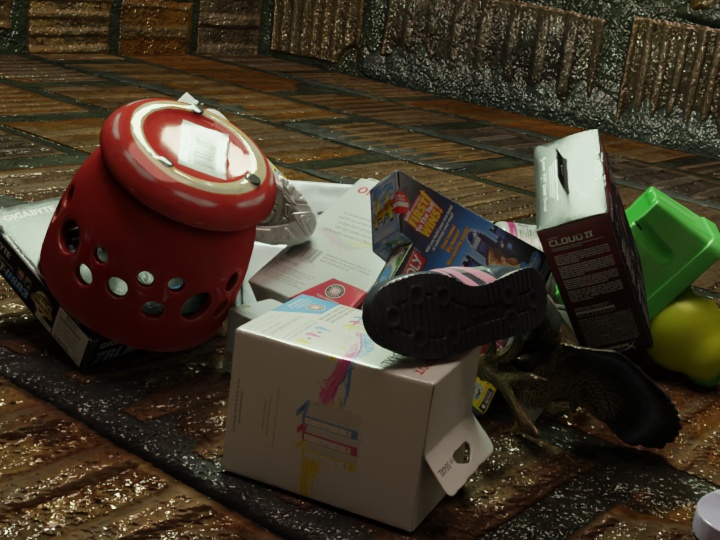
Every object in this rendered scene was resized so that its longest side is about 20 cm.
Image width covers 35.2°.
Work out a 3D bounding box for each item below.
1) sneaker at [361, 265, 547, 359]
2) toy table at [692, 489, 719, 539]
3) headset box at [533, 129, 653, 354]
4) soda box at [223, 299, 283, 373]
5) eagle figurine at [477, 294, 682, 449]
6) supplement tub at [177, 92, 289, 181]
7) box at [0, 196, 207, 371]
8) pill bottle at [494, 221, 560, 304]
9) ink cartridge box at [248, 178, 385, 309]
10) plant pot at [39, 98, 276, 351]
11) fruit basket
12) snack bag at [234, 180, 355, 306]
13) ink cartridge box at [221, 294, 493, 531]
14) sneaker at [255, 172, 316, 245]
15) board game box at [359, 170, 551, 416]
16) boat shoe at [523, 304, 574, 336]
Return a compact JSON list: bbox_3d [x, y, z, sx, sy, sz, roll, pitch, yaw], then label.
[{"bbox_3d":[0.063,0.032,0.924,0.198,0.071,0.082,-2,2,-43],"label":"sneaker"},{"bbox_3d":[0.378,0.171,0.933,0.198,0.119,0.184,0,18,-22],"label":"toy table"},{"bbox_3d":[0.234,-0.033,1.161,0.074,0.201,0.149,-14,36,18],"label":"headset box"},{"bbox_3d":[-0.043,0.091,1.091,0.199,0.069,0.063,21,21,38],"label":"soda box"},{"bbox_3d":[0.190,0.097,1.063,0.198,0.154,0.151,4,-24,-33],"label":"eagle figurine"},{"bbox_3d":[-0.187,-0.109,1.425,0.200,0.144,0.145,44,12,-11],"label":"supplement tub"},{"bbox_3d":[-0.264,-0.001,1.188,0.199,0.050,0.199,46,35,21],"label":"box"},{"bbox_3d":[0.262,0.005,1.447,0.197,0.115,0.113,7,16,-4],"label":"pill bottle"},{"bbox_3d":[0.000,0.000,1.242,0.147,0.086,0.200,20,51,40],"label":"ink cartridge box"},{"bbox_3d":[-0.193,-0.053,1.106,0.198,0.183,0.201,20,34,-14],"label":"plant pot"},{"bbox_3d":[0.349,0.037,1.314,0.213,0.218,0.156,10,16,8],"label":"fruit basket"},{"bbox_3d":[-0.055,-0.025,1.335,0.186,0.202,0.021,4,-27,-14],"label":"snack bag"},{"bbox_3d":[0.006,0.114,0.935,0.198,0.127,0.128,13,17,20],"label":"ink cartridge box"},{"bbox_3d":[-0.138,-0.070,1.265,0.198,0.079,0.099,17,-14,12],"label":"sneaker"},{"bbox_3d":[0.074,0.010,1.124,0.199,0.201,0.062,39,-32,-12],"label":"board game box"},{"bbox_3d":[0.141,0.087,1.204,0.198,0.075,0.060,-18,-18,-24],"label":"boat shoe"}]
